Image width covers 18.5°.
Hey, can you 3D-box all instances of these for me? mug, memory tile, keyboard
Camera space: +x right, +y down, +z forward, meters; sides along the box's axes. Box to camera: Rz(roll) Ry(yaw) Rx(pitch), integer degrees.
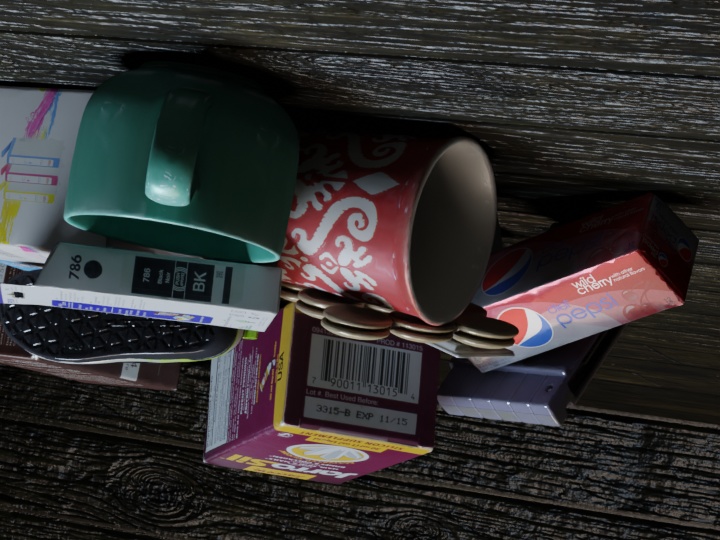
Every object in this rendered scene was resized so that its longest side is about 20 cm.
[{"bbox_3d":[-0.015,-0.027,1.614,0.200,0.133,0.178,11,137,28],"label":"mug"},{"bbox_3d":[-0.109,-0.077,1.492,0.152,0.114,0.185,15,171,-33],"label":"mug"},{"bbox_3d":[0.014,0.024,1.647,0.153,0.017,0.200,4,-168,-24],"label":"memory tile"},{"bbox_3d":[0.034,0.037,1.679,0.056,0.011,0.200,8,-170,-39],"label":"keyboard"}]

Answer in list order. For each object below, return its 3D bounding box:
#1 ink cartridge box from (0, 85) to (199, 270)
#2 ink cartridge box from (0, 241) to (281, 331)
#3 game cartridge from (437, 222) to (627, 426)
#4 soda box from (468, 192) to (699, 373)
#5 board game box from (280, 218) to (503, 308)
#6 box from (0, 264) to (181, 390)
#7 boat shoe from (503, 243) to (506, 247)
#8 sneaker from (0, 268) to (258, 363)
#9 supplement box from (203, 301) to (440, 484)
[{"bbox_3d":[-0.207,-0.064,1.683,0.200,0.125,0.129,5,172,28],"label":"ink cartridge box"},{"bbox_3d":[-0.160,0.010,1.579,0.200,0.039,0.099,6,171,-8],"label":"ink cartridge box"},{"bbox_3d":[0.155,0.038,1.778,0.130,0.200,0.038,6,140,43],"label":"game cartridge"},{"bbox_3d":[0.157,0.011,1.694,0.200,0.070,0.063,-23,123,38],"label":"soda box"},{"bbox_3d":[0.000,0.000,1.813,0.148,0.064,0.200,13,142,-29],"label":"board game box"},{"bbox_3d":[-0.312,0.032,2.433,0.200,0.166,0.164,16,170,-42],"label":"box"},{"bbox_3d":[0.052,0.003,2.015,0.200,0.072,0.062,2,139,38],"label":"boat shoe"},{"bbox_3d":[-0.179,0.044,1.706,0.200,0.072,0.083,8,174,13],"label":"sneaker"},{"bbox_3d":[-0.034,0.101,1.771,0.131,0.103,0.200,10,164,-19],"label":"supplement box"}]
